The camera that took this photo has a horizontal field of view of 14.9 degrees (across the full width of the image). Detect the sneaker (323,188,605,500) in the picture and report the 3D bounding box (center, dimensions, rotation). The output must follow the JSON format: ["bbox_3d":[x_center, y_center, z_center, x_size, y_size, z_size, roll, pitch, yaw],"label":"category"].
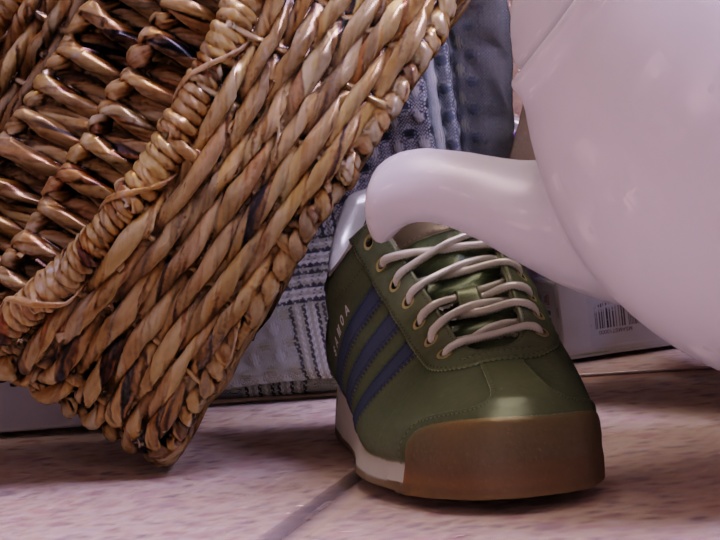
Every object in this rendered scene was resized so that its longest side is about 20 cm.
[{"bbox_3d":[0.023,0.015,0.864,0.067,0.091,0.200,-6,5,-11],"label":"sneaker"}]

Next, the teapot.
[{"bbox_3d":[0.111,-0.080,0.767,0.146,0.200,0.197,37,-17,-1],"label":"teapot"}]

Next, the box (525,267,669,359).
[{"bbox_3d":[0.113,0.006,1.199,0.143,0.037,0.200,-7,7,-18],"label":"box"}]

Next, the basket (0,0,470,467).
[{"bbox_3d":[-0.073,-0.054,0.927,0.149,0.201,0.143,34,7,-3],"label":"basket"}]

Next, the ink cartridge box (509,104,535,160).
[{"bbox_3d":[0.149,-0.065,0.941,0.075,0.166,0.199,11,5,-40],"label":"ink cartridge box"}]

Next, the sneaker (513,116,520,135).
[{"bbox_3d":[0.000,0.000,1.108,0.199,0.081,0.089,-12,45,7],"label":"sneaker"}]

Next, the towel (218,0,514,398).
[{"bbox_3d":[-0.036,-0.046,1.045,0.199,0.194,0.035,-6,4,11],"label":"towel"}]

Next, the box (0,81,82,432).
[{"bbox_3d":[-0.164,-0.038,1.044,0.155,0.201,0.041,-4,8,15],"label":"box"}]
